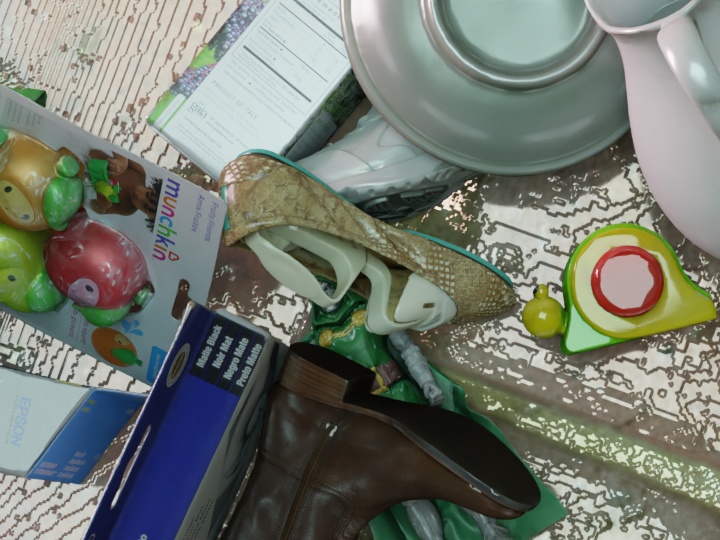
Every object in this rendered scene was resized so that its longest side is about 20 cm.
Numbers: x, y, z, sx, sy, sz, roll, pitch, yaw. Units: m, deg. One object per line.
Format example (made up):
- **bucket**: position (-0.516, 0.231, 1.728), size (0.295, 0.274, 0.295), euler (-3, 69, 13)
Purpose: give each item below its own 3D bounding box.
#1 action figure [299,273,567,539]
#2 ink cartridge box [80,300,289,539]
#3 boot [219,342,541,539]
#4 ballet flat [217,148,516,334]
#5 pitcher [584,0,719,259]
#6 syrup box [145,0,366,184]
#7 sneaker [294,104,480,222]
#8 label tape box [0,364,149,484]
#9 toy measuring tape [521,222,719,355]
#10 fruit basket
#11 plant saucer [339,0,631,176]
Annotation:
- **action figure**: position (0.021, 0.088, 1.702), size (0.118, 0.055, 0.200), euler (-32, 77, 6)
- **ink cartridge box**: position (-0.102, 0.121, 1.637), size (0.041, 0.200, 0.200), euler (24, 88, 9)
- **boot**: position (-0.002, 0.167, 1.648), size (0.186, 0.064, 0.200), euler (30, 109, 32)
- **ballet flat**: position (0.000, 0.000, 1.668), size (0.200, 0.070, 0.065), euler (25, 59, -20)
- **pitcher**: position (0.203, -0.083, 1.583), size (0.121, 0.172, 0.200), euler (-25, 122, 13)
- **syrup box**: position (-0.030, -0.135, 1.715), size (0.081, 0.079, 0.200), euler (39, 90, 9)
- **sneaker**: position (0.042, -0.093, 1.712), size (0.200, 0.078, 0.100), euler (-20, 75, -4)
- **label tape box**: position (-0.204, 0.087, 1.680), size (0.200, 0.144, 0.063), euler (12, 86, 8)
- **toy measuring tape**: position (0.189, -0.001, 1.685), size (0.200, 0.074, 0.074), euler (-13, 83, -4)
- **fruit basket**: position (-0.181, -0.018, 1.680), size (0.200, 0.185, 0.094), euler (31, 49, 12)
- **plant saucer**: position (0.088, -0.155, 1.646), size (0.200, 0.050, 0.201), euler (0, 87, -2)
